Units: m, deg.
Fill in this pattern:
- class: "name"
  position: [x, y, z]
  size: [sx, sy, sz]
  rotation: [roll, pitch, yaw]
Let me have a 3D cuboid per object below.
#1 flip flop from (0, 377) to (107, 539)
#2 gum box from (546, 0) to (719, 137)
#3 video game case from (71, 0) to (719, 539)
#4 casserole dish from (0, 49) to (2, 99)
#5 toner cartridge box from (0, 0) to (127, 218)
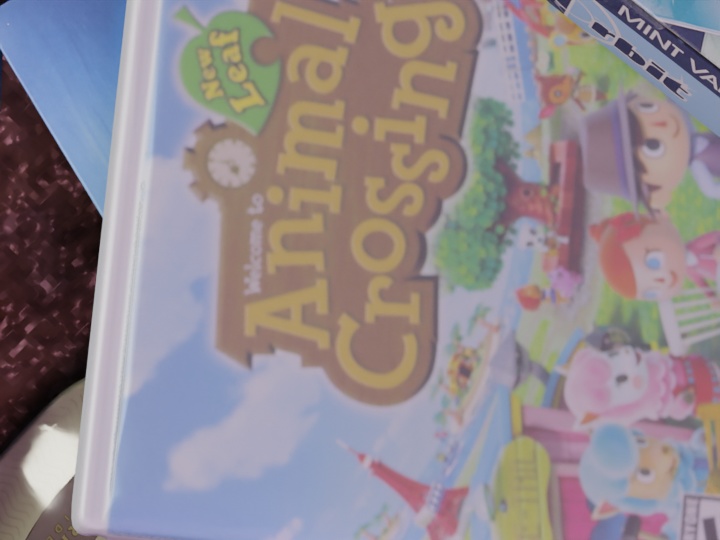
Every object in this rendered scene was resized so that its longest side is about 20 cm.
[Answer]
- class: "flip flop"
  position: [-0.110, 0.110, 0.751]
  size: [0.200, 0.081, 0.058]
  rotation: [-52, 156, 6]
- class: "gum box"
  position: [0.117, -0.133, 0.671]
  size: [0.170, 0.045, 0.200]
  rotation: [38, 79, 2]
- class: "video game case"
  position: [0.033, -0.029, 0.681]
  size: [0.181, 0.022, 0.201]
  rotation: [6, 82, -5]
- class: "casserole dish"
  position: [-0.150, -0.006, 0.724]
  size: [0.120, 0.039, 0.201]
  rotation: [2, 112, -15]
- class: "toner cartridge box"
  position: [0.000, 0.000, 0.713]
  size: [0.095, 0.043, 0.201]
  rotation: [-32, 87, 1]
